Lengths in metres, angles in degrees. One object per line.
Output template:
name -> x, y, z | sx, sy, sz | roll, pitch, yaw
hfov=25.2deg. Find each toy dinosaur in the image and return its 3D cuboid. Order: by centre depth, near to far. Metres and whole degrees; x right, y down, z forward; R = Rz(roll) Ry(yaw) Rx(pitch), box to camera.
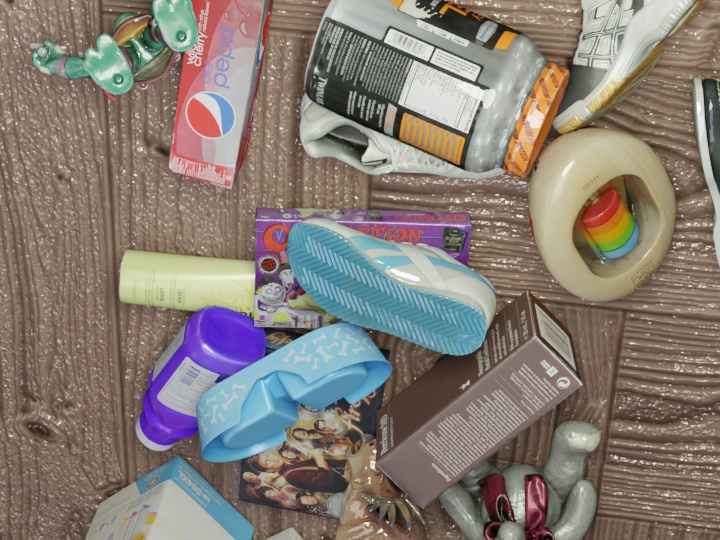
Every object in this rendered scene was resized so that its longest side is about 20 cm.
toy dinosaur -> 0.028, 0.274, 1.616 | 0.135, 0.086, 0.200 | -31, 118, 18

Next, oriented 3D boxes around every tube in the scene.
tube -> -0.130, 0.015, 1.543 | 0.198, 0.052, 0.058 | 7, 166, -1

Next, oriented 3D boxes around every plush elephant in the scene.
plush elephant -> 0.149, 0.263, 1.581 | 0.163, 0.155, 0.202 | 2, 122, 9

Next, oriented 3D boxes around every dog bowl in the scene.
dog bowl -> -0.068, 0.113, 1.512 | 0.199, 0.050, 0.111 | -30, 158, 12

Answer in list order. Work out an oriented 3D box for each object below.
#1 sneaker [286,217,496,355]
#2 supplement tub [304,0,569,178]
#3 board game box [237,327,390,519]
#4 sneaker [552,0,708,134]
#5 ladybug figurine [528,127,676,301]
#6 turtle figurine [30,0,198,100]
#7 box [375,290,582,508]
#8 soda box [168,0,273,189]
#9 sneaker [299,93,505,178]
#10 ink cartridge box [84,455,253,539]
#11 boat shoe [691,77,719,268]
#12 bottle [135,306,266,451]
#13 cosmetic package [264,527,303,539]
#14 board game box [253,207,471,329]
sneaker -> 0.027, 0.007, 1.450 | 0.199, 0.081, 0.077 | 26, 121, 5
supplement tub -> 0.064, -0.159, 1.334 | 0.199, 0.123, 0.123 | 24, 124, 8
board game box -> -0.049, 0.158, 1.623 | 0.134, 0.035, 0.202 | 10, 123, 4
sneaker -> 0.211, -0.202, 1.341 | 0.088, 0.075, 0.200 | 46, 127, 10
ladybug figurine -> 0.204, -0.052, 1.399 | 0.136, 0.072, 0.200 | -41, 137, -5
turtle figurine -> -0.196, -0.203, 1.362 | 0.100, 0.200, 0.150 | 38, 92, -23
box -> 0.108, 0.120, 1.516 | 0.200, 0.100, 0.075 | -42, 108, 17
soda box -> -0.120, -0.177, 1.404 | 0.063, 0.070, 0.201 | 14, 123, 0
sneaker -> 0.040, -0.110, 1.414 | 0.198, 0.081, 0.076 | 10, 121, 2
ink cartridge box -> -0.212, 0.318, 1.654 | 0.128, 0.201, 0.125 | -32, 112, 26
boat shoe -> 0.325, -0.084, 1.387 | 0.060, 0.076, 0.201 | -9, 132, 16
bottle -> -0.164, 0.112, 1.579 | 0.083, 0.066, 0.200 | 19, 140, -19
cosmetic package -> -0.062, 0.389, 1.741 | 0.107, 0.085, 0.201 | -26, 115, 24
board game box -> 0.000, 0.000, 1.501 | 0.198, 0.032, 0.121 | 1, 119, -3
